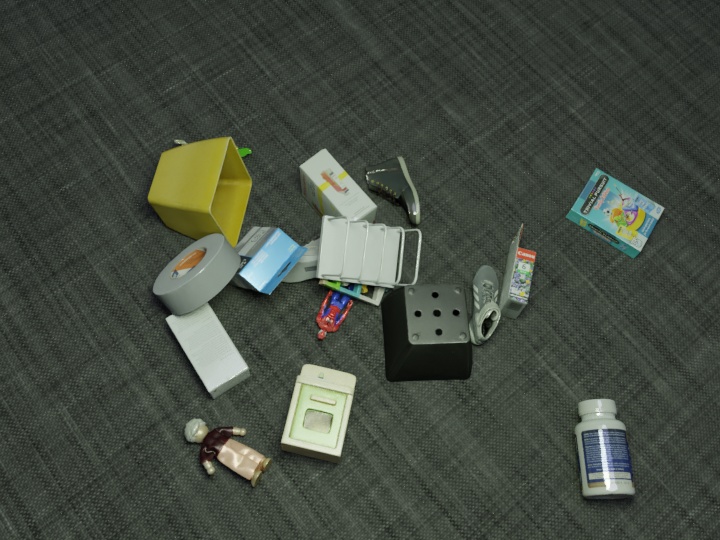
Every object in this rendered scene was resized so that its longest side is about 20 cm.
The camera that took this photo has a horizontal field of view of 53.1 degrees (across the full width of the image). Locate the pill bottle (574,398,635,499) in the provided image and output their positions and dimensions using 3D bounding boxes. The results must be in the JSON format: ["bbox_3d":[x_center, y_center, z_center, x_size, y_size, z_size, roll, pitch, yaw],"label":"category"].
[{"bbox_3d":[0.526,0.388,1.566,0.110,0.111,0.202,1,67,-4],"label":"pill bottle"}]

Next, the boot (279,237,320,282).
[{"bbox_3d":[-0.128,-0.029,1.728,0.198,0.074,0.096,-2,35,9],"label":"boot"}]

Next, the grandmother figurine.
[{"bbox_3d":[-0.294,0.383,1.538,0.199,0.061,0.121,30,40,11],"label":"grandmother figurine"}]

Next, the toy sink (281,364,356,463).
[{"bbox_3d":[-0.086,0.296,1.558,0.129,0.112,0.202,13,66,1],"label":"toy sink"}]

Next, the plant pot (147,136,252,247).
[{"bbox_3d":[-0.384,-0.185,1.710,0.175,0.200,0.202,5,66,11],"label":"plant pot"}]

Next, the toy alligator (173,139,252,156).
[{"bbox_3d":[-0.374,-0.293,1.825,0.198,0.059,0.055,6,107,-2],"label":"toy alligator"}]

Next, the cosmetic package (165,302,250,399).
[{"bbox_3d":[-0.341,0.172,1.614,0.101,0.071,0.201,-30,72,-15],"label":"cosmetic package"}]

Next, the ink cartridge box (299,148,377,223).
[{"bbox_3d":[-0.057,-0.171,1.745,0.083,0.145,0.200,-36,73,-16],"label":"ink cartridge box"}]

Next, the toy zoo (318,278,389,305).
[{"bbox_3d":[0.000,0.000,1.686,0.199,0.020,0.133,22,74,-35],"label":"toy zoo"}]

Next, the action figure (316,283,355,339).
[{"bbox_3d":[-0.053,0.073,1.691,0.065,0.052,0.201,29,69,-9],"label":"action figure"}]

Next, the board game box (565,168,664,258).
[{"bbox_3d":[0.650,-0.148,1.842,0.199,0.047,0.151,33,68,9],"label":"board game box"}]

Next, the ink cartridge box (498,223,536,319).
[{"bbox_3d":[0.378,0.003,1.721,0.050,0.109,0.202,15,66,3],"label":"ink cartridge box"}]

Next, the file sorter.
[{"bbox_3d":[0.023,-0.040,1.596,0.198,0.124,0.140,8,87,-29],"label":"file sorter"}]

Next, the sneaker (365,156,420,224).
[{"bbox_3d":[0.081,-0.189,1.809,0.105,0.075,0.201,-15,60,-5],"label":"sneaker"}]

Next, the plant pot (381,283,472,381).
[{"bbox_3d":[0.156,0.125,1.616,0.198,0.178,0.201,-1,66,-4],"label":"plant pot"}]

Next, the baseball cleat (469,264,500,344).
[{"bbox_3d":[0.302,0.074,1.687,0.069,0.106,0.202,14,71,-13],"label":"baseball cleat"}]

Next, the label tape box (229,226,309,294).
[{"bbox_3d":[-0.227,-0.028,1.644,0.145,0.199,0.063,-51,119,-20],"label":"label tape box"}]

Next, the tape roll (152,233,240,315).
[{"bbox_3d":[-0.367,0.006,1.618,0.200,0.200,0.066,-47,119,-20],"label":"tape roll"}]
